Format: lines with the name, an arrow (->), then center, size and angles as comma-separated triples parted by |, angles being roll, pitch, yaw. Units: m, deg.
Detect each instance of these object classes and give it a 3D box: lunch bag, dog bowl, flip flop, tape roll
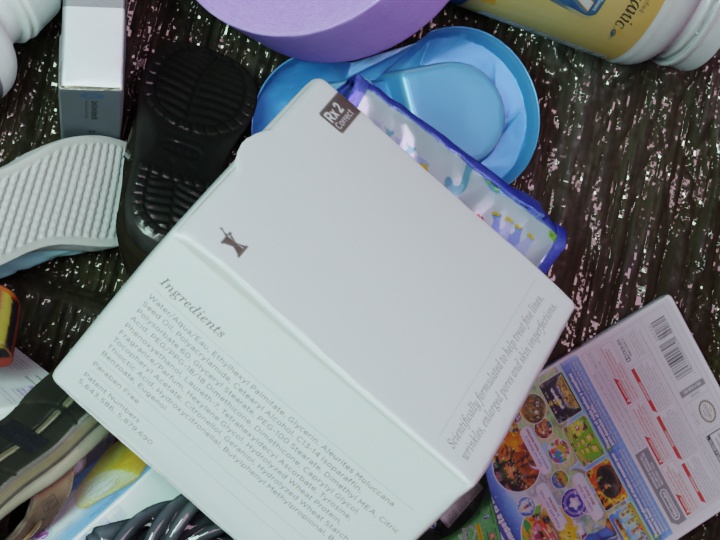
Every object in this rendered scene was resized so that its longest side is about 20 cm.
lunch bag -> 0.000, 0.000, 1.503 | 0.170, 0.128, 0.200 | 35, 112, -19
dog bowl -> 0.017, -0.090, 1.605 | 0.199, 0.050, 0.112 | -12, 86, -21
flip flop -> -0.185, 0.114, 1.341 | 0.200, 0.081, 0.058 | -38, 125, -18
tape roll -> -0.022, -0.233, 1.539 | 0.199, 0.066, 0.201 | -5, 78, 24

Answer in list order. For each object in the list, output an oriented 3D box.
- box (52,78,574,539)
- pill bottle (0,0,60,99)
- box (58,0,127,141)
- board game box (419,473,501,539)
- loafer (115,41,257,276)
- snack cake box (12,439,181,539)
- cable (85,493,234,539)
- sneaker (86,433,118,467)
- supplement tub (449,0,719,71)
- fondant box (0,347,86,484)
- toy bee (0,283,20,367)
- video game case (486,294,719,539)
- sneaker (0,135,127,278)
box -> -0.020, 0.037, 1.326 | 0.200, 0.131, 0.199 | 41, 35, -3
pill bottle -> -0.274, -0.119, 1.469 | 0.111, 0.111, 0.200 | 47, 70, -8
box -> -0.159, -0.188, 1.496 | 0.041, 0.156, 0.201 | 1, 81, -6
board game box -> 0.031, 0.152, 1.513 | 0.104, 0.023, 0.201 | -23, 130, -10
loafer -> -0.116, -0.065, 1.514 | 0.073, 0.071, 0.200 | 24, 40, -8
snack cake box -> -0.129, 0.175, 1.367 | 0.200, 0.067, 0.115 | -41, 113, -18
cable -> -0.074, 0.211, 1.341 | 0.163, 0.051, 0.201 | -24, 104, -29
sneaker -> -0.121, 0.165, 1.446 | 0.112, 0.071, 0.201 | 12, 73, -11
supplement tub -> 0.145, -0.219, 1.621 | 0.199, 0.145, 0.145 | 18, 76, -17
fondant box -> -0.271, 0.096, 1.415 | 0.199, 0.144, 0.059 | -6, 102, -21
toy bee -> -0.294, 0.025, 1.366 | 0.199, 0.109, 0.131 | -22, 58, 2
video game case -> 0.158, 0.125, 1.642 | 0.200, 0.018, 0.144 | -30, 93, -22
sneaker -> -0.208, -0.034, 1.507 | 0.199, 0.082, 0.074 | -12, 88, -45
